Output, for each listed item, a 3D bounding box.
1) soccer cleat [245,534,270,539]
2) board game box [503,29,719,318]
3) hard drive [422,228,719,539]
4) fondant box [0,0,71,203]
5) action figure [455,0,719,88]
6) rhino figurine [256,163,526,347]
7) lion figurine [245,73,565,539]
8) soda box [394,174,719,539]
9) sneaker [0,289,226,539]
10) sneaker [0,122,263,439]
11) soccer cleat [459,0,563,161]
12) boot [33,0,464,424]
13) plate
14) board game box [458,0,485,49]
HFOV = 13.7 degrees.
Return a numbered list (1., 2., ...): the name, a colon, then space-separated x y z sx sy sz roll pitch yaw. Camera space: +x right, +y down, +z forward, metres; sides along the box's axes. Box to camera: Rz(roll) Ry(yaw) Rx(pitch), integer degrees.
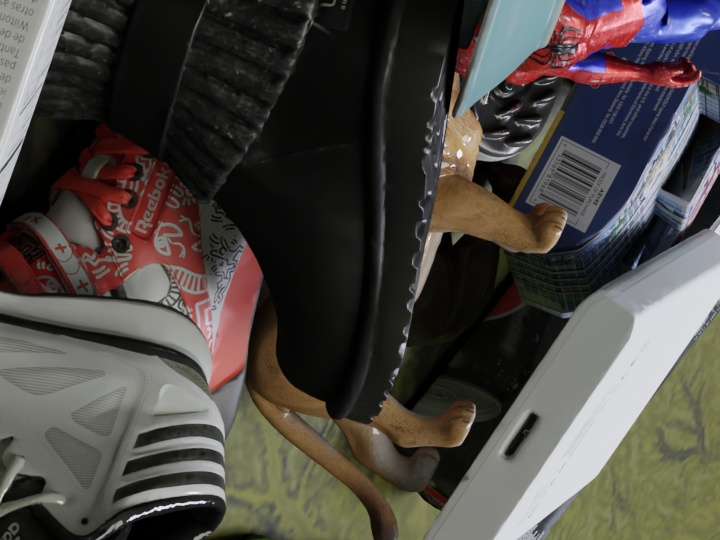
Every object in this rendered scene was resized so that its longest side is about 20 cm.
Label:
1. soccer cleat: -0.013 0.165 1.350 0.200 0.084 0.065 8 111 -55
2. board game box: 0.138 -0.070 1.310 0.200 0.062 0.200 -61 168 -6
3. hard drive: 0.095 0.052 1.239 0.132 0.026 0.200 -57 169 17
4. fondant box: -0.150 -0.115 0.874 0.058 0.144 0.200 -82 -167 -74
5. action figure: 0.114 -0.104 1.141 0.200 0.052 0.065 -16 140 -29
6. rhino figurine: -0.016 0.000 1.231 0.200 0.060 0.088 -8 122 -43
7. lion figurine: 0.000 0.000 1.150 0.072 0.122 0.200 -97 -150 -83
8. soda box: 0.103 0.035 1.409 0.200 0.071 0.063 -51 148 -10
9. sneaker: -0.136 0.058 1.003 0.200 0.115 0.076 4 127 -20
10. sneaker: -0.089 -0.023 1.105 0.108 0.067 0.202 -1 108 -37
11. soccer cleat: 0.069 -0.129 1.247 0.068 0.073 0.200 41 64 -27
12. boot: -0.051 -0.041 1.037 0.079 0.158 0.211 -76 175 -46
13. plate: 0.074 -0.142 1.004 0.200 0.026 0.200 19 90 -88
14. board game box: 0.058 -0.200 1.082 0.199 0.043 0.200 -77 -174 -72
